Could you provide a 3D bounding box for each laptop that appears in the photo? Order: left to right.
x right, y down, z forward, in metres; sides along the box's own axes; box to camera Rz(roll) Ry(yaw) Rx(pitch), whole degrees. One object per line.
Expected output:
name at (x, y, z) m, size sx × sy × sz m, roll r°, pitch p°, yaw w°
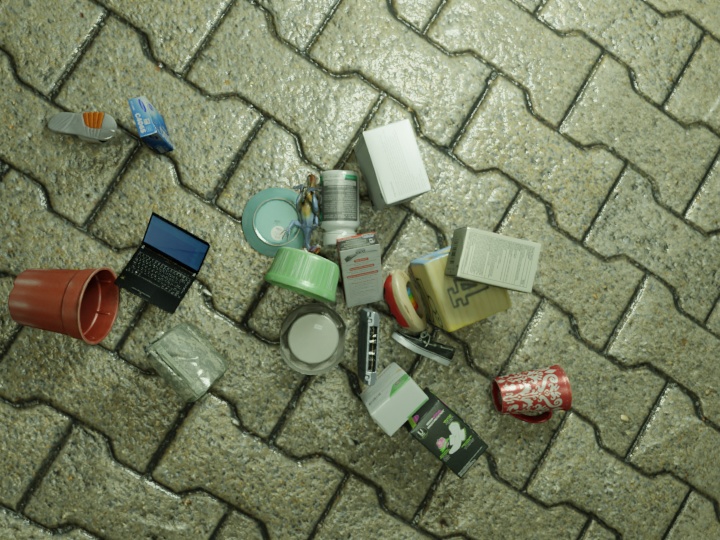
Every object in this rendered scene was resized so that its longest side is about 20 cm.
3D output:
laptop at (-0.532, -0.017, 1.398) m, size 0.177 × 0.103 × 0.201 m, roll 30°, pitch 67°, yaw -6°

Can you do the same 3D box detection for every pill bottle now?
pill bottle at (-0.058, -0.172, 1.453) m, size 0.112 × 0.113 × 0.201 m, roll 0°, pitch 91°, yaw -7°

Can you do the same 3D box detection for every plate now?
plate at (-0.236, -0.137, 1.475) m, size 0.199 × 0.026 × 0.201 m, roll 0°, pitch 91°, yaw -8°

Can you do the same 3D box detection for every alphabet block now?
alphabet block at (0.275, 0.036, 1.461) m, size 0.196 × 0.195 × 0.201 m, roll -21°, pitch 95°, yaw -4°

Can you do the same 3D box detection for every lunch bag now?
lunch bag at (-0.466, 0.245, 1.383) m, size 0.139 × 0.168 × 0.200 m, roll -42°, pitch 95°, yaw -5°

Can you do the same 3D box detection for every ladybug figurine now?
ladybug figurine at (0.122, 0.088, 1.480) m, size 0.072 × 0.136 × 0.201 m, roll -20°, pitch 106°, yaw 23°

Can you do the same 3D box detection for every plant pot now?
plant pot at (-0.763, 0.078, 1.339) m, size 0.194 × 0.201 × 0.202 m, roll 7°, pitch 90°, yaw 1°

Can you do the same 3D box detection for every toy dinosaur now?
toy dinosaur at (-0.133, -0.145, 1.448) m, size 0.105 × 0.200 × 0.182 m, roll 8°, pitch 126°, yaw 21°

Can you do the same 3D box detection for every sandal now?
sandal at (-0.732, -0.381, 1.396) m, size 0.206 × 0.059 × 0.080 m, roll 11°, pitch 73°, yaw 13°

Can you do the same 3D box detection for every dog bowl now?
dog bowl at (-0.135, 0.190, 1.479) m, size 0.199 × 0.059 × 0.201 m, roll 0°, pitch 91°, yaw -8°

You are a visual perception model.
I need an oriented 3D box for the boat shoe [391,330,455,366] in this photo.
boat shoe at (0.186, 0.209, 1.511) m, size 0.199 × 0.074 × 0.068 m, roll 26°, pitch 92°, yaw -7°

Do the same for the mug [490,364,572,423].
mug at (0.499, 0.378, 1.530) m, size 0.199 × 0.133 × 0.178 m, roll -6°, pitch 90°, yaw -4°

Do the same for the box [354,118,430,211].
box at (0.082, -0.281, 1.424) m, size 0.130 × 0.199 × 0.201 m, roll -19°, pitch 94°, yaw -7°

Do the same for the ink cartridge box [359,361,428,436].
ink cartridge box at (0.087, 0.348, 1.440) m, size 0.145 × 0.200 × 0.088 m, roll -44°, pitch 99°, yaw -5°

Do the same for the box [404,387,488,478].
box at (0.235, 0.458, 1.486) m, size 0.200 × 0.149 × 0.124 m, roll 43°, pitch 88°, yaw -7°

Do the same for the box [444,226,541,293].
box at (0.332, -0.026, 1.317) m, size 0.199 × 0.109 × 0.129 m, roll 13°, pitch 89°, yaw -8°

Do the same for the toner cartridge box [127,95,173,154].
toner cartridge box at (-0.537, -0.371, 1.344) m, size 0.043 × 0.200 × 0.095 m, roll -19°, pitch 94°, yaw -8°

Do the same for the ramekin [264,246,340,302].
ramekin at (-0.151, 0.011, 1.408) m, size 0.199 × 0.200 × 0.098 m, roll 19°, pitch 82°, yaw -7°

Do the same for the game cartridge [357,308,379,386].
game cartridge at (0.020, 0.210, 1.461) m, size 0.040 × 0.133 × 0.201 m, roll 3°, pitch 92°, yaw -14°

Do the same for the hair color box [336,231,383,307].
hair color box at (0.000, 0.000, 1.439) m, size 0.110 × 0.064 × 0.201 m, roll -11°, pitch 130°, yaw -7°
